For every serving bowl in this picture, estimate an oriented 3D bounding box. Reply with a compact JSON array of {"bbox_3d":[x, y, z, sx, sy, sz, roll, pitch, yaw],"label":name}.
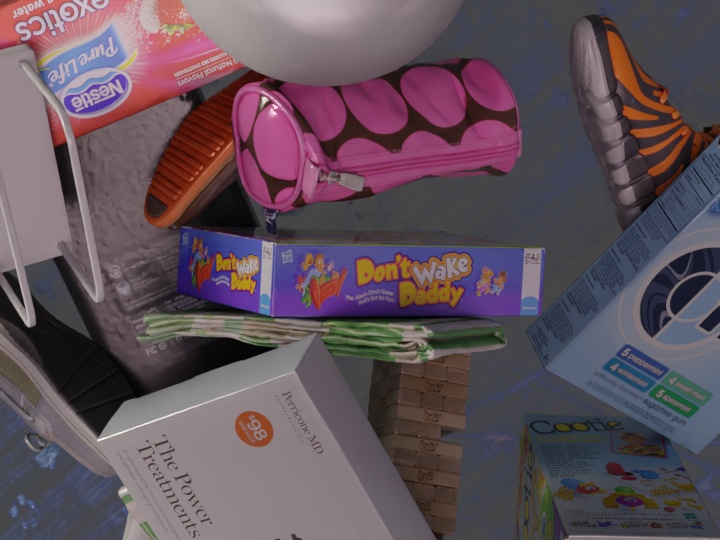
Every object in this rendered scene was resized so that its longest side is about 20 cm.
[{"bbox_3d":[-0.021,-0.216,1.163,0.198,0.066,0.202,1,82,-8],"label":"serving bowl"}]

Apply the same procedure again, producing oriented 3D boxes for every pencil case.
[{"bbox_3d":[0.016,-0.085,1.233,0.199,0.093,0.092,-14,116,-36],"label":"pencil case"}]

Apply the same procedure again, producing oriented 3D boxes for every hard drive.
[{"bbox_3d":[-0.139,-0.019,1.326,0.139,0.033,0.201,-22,107,4],"label":"hard drive"}]

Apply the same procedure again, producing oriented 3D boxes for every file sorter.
[{"bbox_3d":[-0.263,-0.028,1.142,0.198,0.125,0.140,-17,119,-18],"label":"file sorter"}]

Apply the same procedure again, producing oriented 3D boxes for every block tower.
[{"bbox_3d":[0.036,0.118,1.309,0.054,0.058,0.202,12,73,-23],"label":"block tower"}]

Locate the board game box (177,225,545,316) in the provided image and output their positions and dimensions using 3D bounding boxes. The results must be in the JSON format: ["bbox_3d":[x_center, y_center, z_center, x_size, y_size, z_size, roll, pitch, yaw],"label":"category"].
[{"bbox_3d":[0.000,0.000,1.243,0.199,0.134,0.045,0,96,-31],"label":"board game box"}]

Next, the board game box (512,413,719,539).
[{"bbox_3d":[0.169,0.184,1.315,0.104,0.200,0.104,2,108,-4],"label":"board game box"}]

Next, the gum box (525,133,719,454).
[{"bbox_3d":[0.238,0.017,1.303,0.169,0.045,0.200,28,114,-36],"label":"gum box"}]

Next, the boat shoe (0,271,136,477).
[{"bbox_3d":[-0.226,0.070,1.314,0.202,0.074,0.065,41,117,7],"label":"boat shoe"}]

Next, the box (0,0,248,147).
[{"bbox_3d":[-0.177,-0.149,1.249,0.199,0.096,0.100,-21,109,4],"label":"box"}]

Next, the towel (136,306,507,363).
[{"bbox_3d":[-0.021,0.038,1.217,0.198,0.152,0.024,2,92,23],"label":"towel"}]

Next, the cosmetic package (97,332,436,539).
[{"bbox_3d":[-0.046,0.152,1.178,0.150,0.052,0.201,-21,110,25],"label":"cosmetic package"}]

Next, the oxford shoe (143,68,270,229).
[{"bbox_3d":[-0.059,-0.093,1.270,0.200,0.071,0.073,-47,125,-4],"label":"oxford shoe"}]

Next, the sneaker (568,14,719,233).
[{"bbox_3d":[0.214,-0.096,1.302,0.111,0.078,0.201,-23,118,0],"label":"sneaker"}]

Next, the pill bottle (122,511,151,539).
[{"bbox_3d":[-0.062,0.181,1.351,0.198,0.112,0.113,15,107,-7],"label":"pill bottle"}]

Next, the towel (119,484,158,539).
[{"bbox_3d":[-0.047,0.190,1.251,0.152,0.023,0.201,-29,104,29],"label":"towel"}]
